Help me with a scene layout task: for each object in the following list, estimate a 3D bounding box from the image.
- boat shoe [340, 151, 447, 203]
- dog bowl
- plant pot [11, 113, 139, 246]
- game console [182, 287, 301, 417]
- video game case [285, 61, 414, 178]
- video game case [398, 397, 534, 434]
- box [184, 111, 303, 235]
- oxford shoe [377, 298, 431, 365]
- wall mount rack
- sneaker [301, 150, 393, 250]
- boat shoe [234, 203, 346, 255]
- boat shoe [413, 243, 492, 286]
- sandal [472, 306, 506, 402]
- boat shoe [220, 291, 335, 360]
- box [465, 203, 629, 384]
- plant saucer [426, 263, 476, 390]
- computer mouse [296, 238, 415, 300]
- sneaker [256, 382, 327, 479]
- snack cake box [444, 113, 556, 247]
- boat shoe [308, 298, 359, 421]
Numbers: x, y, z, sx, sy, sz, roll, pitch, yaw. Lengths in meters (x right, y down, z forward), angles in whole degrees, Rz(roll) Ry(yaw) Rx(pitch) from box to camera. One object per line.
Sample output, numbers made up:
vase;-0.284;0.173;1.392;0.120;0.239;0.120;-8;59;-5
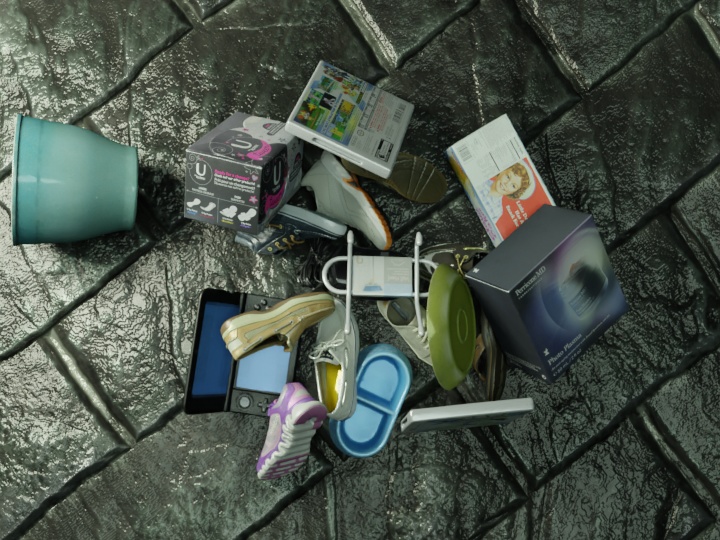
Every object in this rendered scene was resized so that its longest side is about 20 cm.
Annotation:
boat shoe;0.055;-0.175;1.458;0.197;0.066;0.073;18;104;-20
dog bowl;0.020;0.225;1.459;0.110;0.050;0.203;24;88;-4
plant pot;-0.451;-0.137;1.362;0.184;0.200;0.205;2;89;-20
game console;-0.187;0.141;1.409;0.172;0.116;0.205;9;89;-4
video game case;-0.012;-0.251;1.403;0.180;0.022;0.202;25;44;-4
video game case;0.168;0.241;1.406;0.195;0.183;0.022;-5;74;-5
box;-0.177;-0.159;1.346;0.129;0.201;0.117;13;120;11
oxford shoe;0.109;0.105;1.465;0.199;0.058;0.075;42;85;-4
wall mount rack;0.036;0.026;1.347;0.195;0.075;0.177;1;69;-2
sneaker;-0.024;-0.103;1.446;0.092;0.076;0.201;-40;74;12
boat shoe;-0.117;-0.062;1.419;0.197;0.071;0.093;18;95;26
boat shoe;0.189;-0.009;1.470;0.197;0.061;0.073;3;90;-5
sandal;0.213;0.133;1.466;0.054;0.081;0.205;-9;80;25
boat shoe;-0.123;0.097;1.380;0.197;0.072;0.077;-19;63;-20
box;0.307;0.036;1.398;0.199;0.123;0.200;-40;117;-16
plant saucer;0.152;0.090;1.381;0.030;0.199;0.205;-4;90;24
computer mouse;0.000;0.000;1.435;0.196;0.053;0.140;14;55;5
sneaker;-0.125;0.262;1.415;0.079;0.089;0.202;-3;133;-40
snack cake box;0.244;-0.149;1.474;0.114;0.067;0.203;-29;92;-6
boat shoe;-0.051;0.142;1.415;0.073;0.086;0.206;-6;75;23
